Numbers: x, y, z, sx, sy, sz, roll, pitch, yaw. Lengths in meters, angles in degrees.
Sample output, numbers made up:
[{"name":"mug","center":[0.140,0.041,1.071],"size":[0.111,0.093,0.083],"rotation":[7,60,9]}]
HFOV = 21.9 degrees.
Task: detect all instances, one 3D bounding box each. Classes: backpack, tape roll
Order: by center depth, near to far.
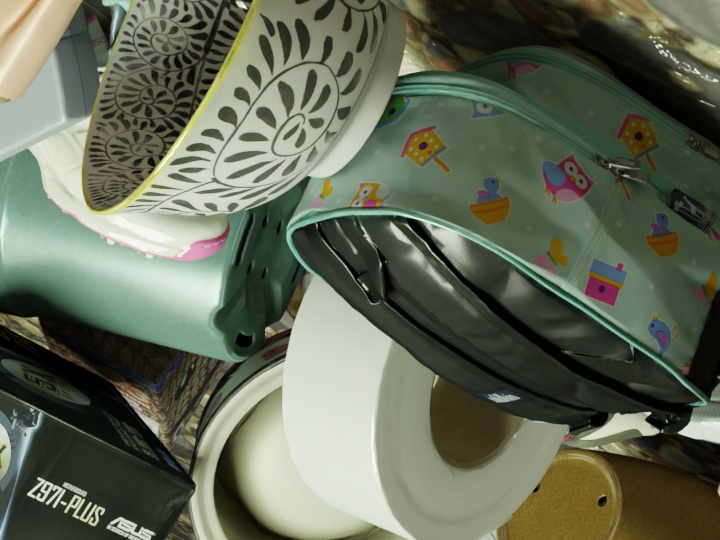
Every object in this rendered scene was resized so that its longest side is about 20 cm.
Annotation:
[{"name":"backpack","center":[0.073,-0.021,0.898],"size":[0.200,0.153,0.176],"rotation":[24,166,-24]},{"name":"tape roll","center":[0.047,0.056,1.071],"size":[0.071,0.202,0.202],"rotation":[17,157,38]}]

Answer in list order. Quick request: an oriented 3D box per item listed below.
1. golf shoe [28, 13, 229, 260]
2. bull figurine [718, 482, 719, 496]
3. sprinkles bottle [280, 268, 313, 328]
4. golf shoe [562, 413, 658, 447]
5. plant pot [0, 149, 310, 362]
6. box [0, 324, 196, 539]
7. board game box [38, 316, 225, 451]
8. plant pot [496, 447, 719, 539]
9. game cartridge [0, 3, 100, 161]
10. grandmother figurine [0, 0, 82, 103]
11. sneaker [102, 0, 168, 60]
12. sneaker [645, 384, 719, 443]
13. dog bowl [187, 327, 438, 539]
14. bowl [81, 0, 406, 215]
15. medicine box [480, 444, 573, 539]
[{"name":"golf shoe","center":[-0.149,-0.085,1.040],"size":[0.200,0.075,0.092],"rotation":[38,128,13]},{"name":"bull figurine","center":[0.308,0.142,1.101],"size":[0.121,0.065,0.200],"rotation":[37,164,-27]},{"name":"sprinkles bottle","center":[0.000,0.000,1.217],"size":[0.068,0.068,0.200],"rotation":[36,162,-14]},{"name":"golf shoe","center":[0.120,0.084,1.235],"size":[0.088,0.077,0.200],"rotation":[15,-179,-24]},{"name":"plant pot","center":[-0.142,-0.040,1.171],"size":[0.196,0.200,0.200],"rotation":[19,159,15]},{"name":"box","center":[-0.219,0.103,1.184],"size":[0.164,0.086,0.200],"rotation":[31,-178,-28]},{"name":"board game box","center":[-0.145,0.023,1.367],"size":[0.097,0.159,0.200],"rotation":[29,163,6]},{"name":"plant pot","center":[0.183,0.201,1.228],"size":[0.186,0.186,0.200],"rotation":[13,160,45]},{"name":"game cartridge","center":[-0.217,-0.159,1.002],"size":[0.133,0.042,0.200],"rotation":[-20,94,34]},{"name":"grandmother figurine","center":[-0.130,-0.160,0.866],"size":[0.061,0.200,0.121],"rotation":[49,-155,9]},{"name":"sneaker","center":[-0.103,-0.128,1.015],"size":[0.078,0.086,0.200],"rotation":[27,162,17]},{"name":"sneaker","center":[0.238,0.082,1.036],"size":[0.200,0.073,0.071],"rotation":[12,150,46]},{"name":"dog bowl","center":[-0.018,0.122,1.214],"size":[0.200,0.200,0.074],"rotation":[40,-171,-24]},{"name":"bowl","center":[-0.040,-0.100,0.844],"size":[0.094,0.201,0.201],"rotation":[23,166,-22]},{"name":"medicine box","center":[0.065,0.141,1.430],"size":[0.182,0.103,0.200],"rotation":[21,159,29]}]
